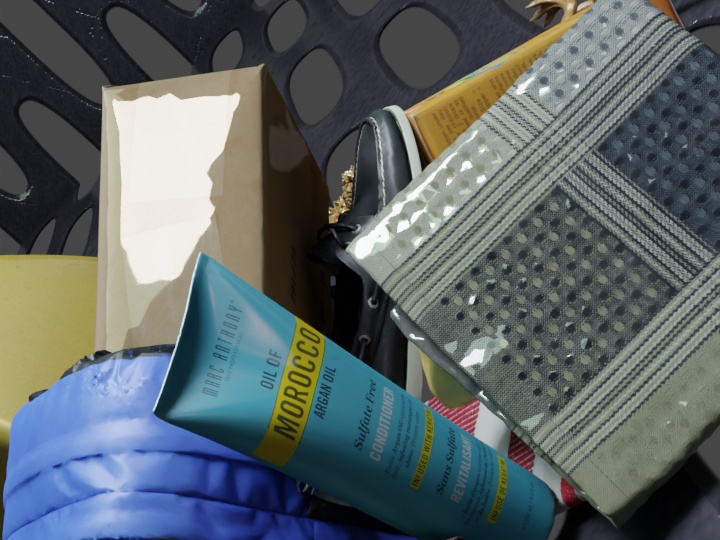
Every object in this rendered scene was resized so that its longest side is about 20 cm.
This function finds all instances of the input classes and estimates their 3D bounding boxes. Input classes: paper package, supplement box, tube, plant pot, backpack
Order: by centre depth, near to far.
[{"bbox_3d":[-0.001,0.073,0.620,0.050,0.199,0.078,-33,35,41],"label":"tube"},{"bbox_3d":[-0.069,0.129,0.678,0.162,0.199,0.170,-34,45,40],"label":"backpack"},{"bbox_3d":[-0.083,0.007,0.857,0.102,0.191,0.203,-7,68,9],"label":"paper package"},{"bbox_3d":[0.114,-0.114,0.907,0.199,0.069,0.066,-33,8,-17],"label":"supplement box"},{"bbox_3d":[-0.245,0.104,1.051,0.201,0.174,0.202,122,161,-44],"label":"plant pot"}]

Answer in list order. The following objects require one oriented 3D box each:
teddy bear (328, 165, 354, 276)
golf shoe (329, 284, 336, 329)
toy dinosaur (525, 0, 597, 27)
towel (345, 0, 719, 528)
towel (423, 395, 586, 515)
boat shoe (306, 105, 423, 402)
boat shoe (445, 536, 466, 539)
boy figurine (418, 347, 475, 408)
[{"bbox_3d":[0.031,-0.055,1.016,0.143,0.067,0.200,-8,-25,-33],"label":"teddy bear"},{"bbox_3d":[-0.045,0.091,0.968,0.200,0.077,0.089,-45,35,22],"label":"golf shoe"},{"bbox_3d":[0.177,-0.171,1.036,0.200,0.060,0.107,-45,41,24],"label":"toy dinosaur"},{"bbox_3d":[0.117,-0.013,0.654,0.200,0.193,0.035,-43,-26,-4],"label":"towel"},{"bbox_3d":[0.084,0.087,0.733,0.199,0.023,0.145,-36,22,35],"label":"towel"},{"bbox_3d":[-0.001,0.000,0.857,0.074,0.065,0.203,-171,81,-73],"label":"boat shoe"},{"bbox_3d":[0.057,0.171,0.540,0.070,0.070,0.201,-47,25,21],"label":"boat shoe"},{"bbox_3d":[0.104,-0.013,0.711,0.199,0.065,0.125,-39,46,-1],"label":"boy figurine"}]
